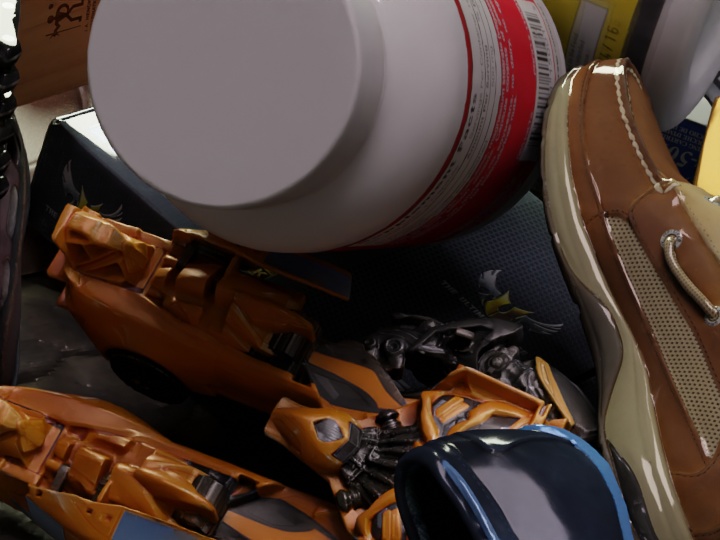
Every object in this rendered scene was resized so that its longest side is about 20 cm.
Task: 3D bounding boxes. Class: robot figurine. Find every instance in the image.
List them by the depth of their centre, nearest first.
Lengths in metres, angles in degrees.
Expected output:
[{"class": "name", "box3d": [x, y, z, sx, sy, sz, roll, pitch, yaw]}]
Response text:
[{"class": "robot figurine", "box3d": [-0.023, 0.057, 0.852, 0.200, 0.058, 0.145, 19, 64, 17]}]

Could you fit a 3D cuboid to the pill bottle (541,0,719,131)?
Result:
[{"class": "pill bottle", "box3d": [0.047, -0.138, 1.002, 0.200, 0.112, 0.112, 24, 32, 14]}]

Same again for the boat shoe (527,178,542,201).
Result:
[{"class": "boat shoe", "box3d": [0.051, -0.079, 1.122, 0.059, 0.072, 0.200, 14, 26, -29]}]

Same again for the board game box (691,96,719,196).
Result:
[{"class": "board game box", "box3d": [0.213, 0.010, 0.981, 0.200, 0.153, 0.040, 14, 67, 6]}]

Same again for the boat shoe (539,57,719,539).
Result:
[{"class": "boat shoe", "box3d": [0.111, 0.016, 0.867, 0.074, 0.076, 0.200, -21, 56, 16]}]

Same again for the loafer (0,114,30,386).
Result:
[{"class": "loafer", "box3d": [-0.144, -0.033, 0.935, 0.072, 0.063, 0.200, 3, 49, -18]}]

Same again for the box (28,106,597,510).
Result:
[{"class": "box", "box3d": [0.000, 0.000, 0.988, 0.200, 0.051, 0.158, 42, 38, 25]}]

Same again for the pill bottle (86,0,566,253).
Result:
[{"class": "pill bottle", "box3d": [-0.009, -0.062, 0.864, 0.112, 0.112, 0.200, 26, 9, 16]}]

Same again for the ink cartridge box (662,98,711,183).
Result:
[{"class": "ink cartridge box", "box3d": [0.137, -0.099, 1.234, 0.094, 0.044, 0.200, 20, 31, 4]}]

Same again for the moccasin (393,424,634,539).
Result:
[{"class": "moccasin", "box3d": [0.048, 0.139, 0.747, 0.068, 0.080, 0.200, 6, 52, -34]}]

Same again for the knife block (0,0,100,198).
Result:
[{"class": "knife block", "box3d": [-0.174, -0.092, 0.901, 0.175, 0.064, 0.200, -21, 44, -42]}]

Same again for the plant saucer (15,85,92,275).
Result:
[{"class": "plant saucer", "box3d": [-0.180, -0.064, 1.043, 0.200, 0.032, 0.200, 13, 32, -8]}]

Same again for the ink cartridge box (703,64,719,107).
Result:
[{"class": "ink cartridge box", "box3d": [0.206, -0.037, 1.082, 0.198, 0.043, 0.200, 34, 15, -35]}]
